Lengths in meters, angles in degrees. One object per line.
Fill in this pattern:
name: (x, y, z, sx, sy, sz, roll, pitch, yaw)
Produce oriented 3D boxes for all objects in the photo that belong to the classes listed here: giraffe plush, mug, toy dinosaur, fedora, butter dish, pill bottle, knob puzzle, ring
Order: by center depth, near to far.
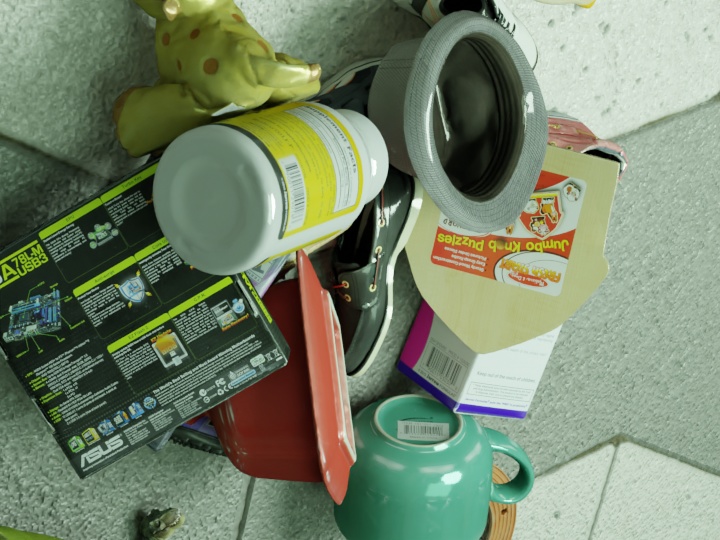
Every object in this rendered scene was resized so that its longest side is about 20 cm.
pill bottle: (-0.061, -0.070, 1.326, 0.200, 0.111, 0.112, -22, 129, -57)
giraffe plush: (-0.131, -0.192, 1.332, 0.171, 0.200, 0.163, -21, 91, -10)
butter dish: (-0.086, 0.101, 1.474, 0.147, 0.202, 0.200, -8, 165, 2)
fedora: (0.073, -0.130, 1.483, 0.200, 0.090, 0.178, 38, 66, -49)
knob puzzle: (0.132, -0.023, 1.573, 0.030, 0.218, 0.221, -31, 144, -76)
toy dinosaur: (-0.191, 0.307, 1.605, 0.088, 0.047, 0.201, 16, 103, -26)
mug: (0.063, 0.185, 1.661, 0.184, 0.152, 0.115, -26, 131, -40)
ring: (0.084, 0.287, 1.821, 0.199, 0.019, 0.202, -17, 122, -30)

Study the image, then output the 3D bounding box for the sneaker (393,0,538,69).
sneaker: (0.101, -0.219, 1.528, 0.200, 0.080, 0.074, 31, 91, -44)

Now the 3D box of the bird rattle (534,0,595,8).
bird rattle: (0.192, -0.311, 1.539, 0.199, 0.113, 0.164, 6, 126, -36)

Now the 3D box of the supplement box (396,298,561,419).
supplement box: (0.132, 0.030, 1.666, 0.103, 0.101, 0.201, 9, 108, -40)

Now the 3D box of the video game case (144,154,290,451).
video game case: (-0.168, 0.026, 1.416, 0.201, 0.142, 0.019, -56, 171, 4)

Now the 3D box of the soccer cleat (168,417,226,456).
soccer cleat: (-0.099, 0.137, 1.581, 0.199, 0.068, 0.074, 13, 85, -39)

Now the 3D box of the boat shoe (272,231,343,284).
boat shoe: (-0.090, -0.021, 1.498, 0.199, 0.074, 0.070, -21, 135, -25)

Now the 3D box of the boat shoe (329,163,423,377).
boat shoe: (-0.001, -0.001, 1.570, 0.063, 0.074, 0.203, 6, 106, -34)

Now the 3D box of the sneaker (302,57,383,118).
sneaker: (-0.016, -0.123, 1.489, 0.199, 0.079, 0.079, -26, 125, -26)

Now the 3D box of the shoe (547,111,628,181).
shoe: (0.157, -0.110, 1.617, 0.199, 0.091, 0.072, -4, 115, -35)

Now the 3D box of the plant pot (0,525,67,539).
plant pot: (-0.267, 0.313, 1.469, 0.192, 0.200, 0.202, 9, 108, -52)

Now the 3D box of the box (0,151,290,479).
box: (-0.186, 0.036, 1.361, 0.199, 0.048, 0.194, -30, 97, 7)
